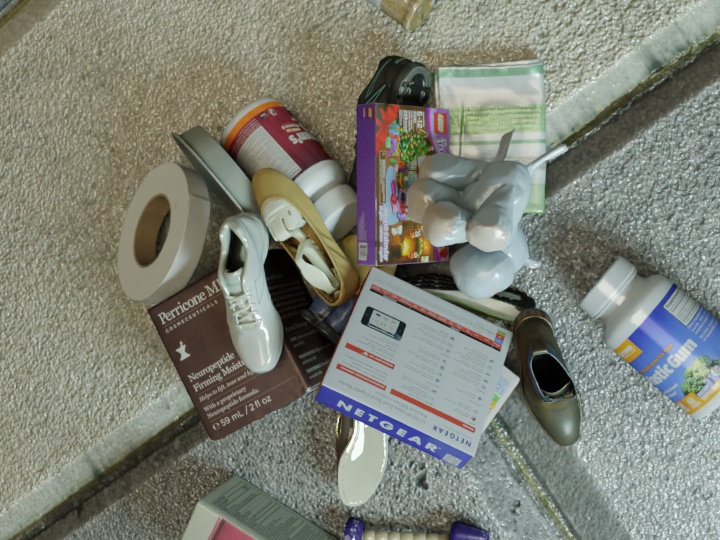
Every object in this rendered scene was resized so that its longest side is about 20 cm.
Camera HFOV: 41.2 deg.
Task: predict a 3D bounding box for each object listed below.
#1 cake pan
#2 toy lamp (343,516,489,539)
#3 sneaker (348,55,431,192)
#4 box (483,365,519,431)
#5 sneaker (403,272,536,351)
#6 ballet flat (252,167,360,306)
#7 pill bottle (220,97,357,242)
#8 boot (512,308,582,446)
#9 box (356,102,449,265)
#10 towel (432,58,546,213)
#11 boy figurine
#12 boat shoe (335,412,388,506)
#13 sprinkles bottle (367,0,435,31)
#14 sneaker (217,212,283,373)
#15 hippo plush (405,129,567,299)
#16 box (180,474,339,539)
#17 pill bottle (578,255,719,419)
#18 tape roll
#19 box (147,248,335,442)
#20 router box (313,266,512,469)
[{"bbox_3d":[-0.178,-0.116,1.296,0.037,0.200,0.201,-40,82,-7],"label":"cake pan"},{"bbox_3d":[0.078,0.371,1.323,0.198,0.058,0.059,1,95,18],"label":"toy lamp"},{"bbox_3d":[0.029,-0.193,1.294,0.079,0.075,0.201,38,111,39],"label":"sneaker"},{"bbox_3d":[0.087,0.136,1.247,0.199,0.113,0.102,38,148,7],"label":"box"},{"bbox_3d":[0.129,0.061,1.276,0.198,0.077,0.089,13,106,18],"label":"sneaker"},{"bbox_3d":[-0.072,-0.041,1.198,0.068,0.063,0.200,-35,99,33],"label":"ballet flat"},{"bbox_3d":[-0.091,-0.129,1.289,0.110,0.109,0.200,-47,72,15],"label":"pill bottle"},{"bbox_3d":[0.239,0.156,1.212,0.074,0.097,0.201,-19,109,11],"label":"boot"},{"bbox_3d":[0.056,-0.109,1.227,0.039,0.136,0.202,4,97,46],"label":"box"},{"bbox_3d":[0.170,-0.173,1.263,0.148,0.031,0.202,-1,94,18],"label":"towel"},{"bbox_3d":[0.000,0.000,1.285,0.124,0.064,0.201,29,79,41],"label":"boy figurine"},{"bbox_3d":[-0.002,0.225,1.333,0.071,0.059,0.202,2,101,-24],"label":"boat shoe"},{"bbox_3d":[0.007,-0.401,1.273,0.200,0.068,0.068,39,104,10],"label":"sprinkles bottle"},{"bbox_3d":[-0.145,0.030,1.179,0.070,0.080,0.202,-9,92,13],"label":"sneaker"},{"bbox_3d":[0.148,-0.060,1.215,0.158,0.200,0.162,21,144,27],"label":"hippo plush"},{"bbox_3d":[-0.143,0.400,1.353,0.199,0.128,0.110,28,103,13],"label":"box"},{"bbox_3d":[0.371,0.077,1.179,0.200,0.112,0.112,40,104,10],"label":"pill bottle"},{"bbox_3d":[-0.278,-0.052,1.345,0.202,0.037,0.205,-23,59,45],"label":"tape roll"},{"bbox_3d":[-0.151,0.098,1.311,0.165,0.164,0.201,-29,86,17],"label":"box"},{"bbox_3d":[0.067,0.115,1.163,0.199,0.049,0.180,26,57,-1],"label":"router box"}]
